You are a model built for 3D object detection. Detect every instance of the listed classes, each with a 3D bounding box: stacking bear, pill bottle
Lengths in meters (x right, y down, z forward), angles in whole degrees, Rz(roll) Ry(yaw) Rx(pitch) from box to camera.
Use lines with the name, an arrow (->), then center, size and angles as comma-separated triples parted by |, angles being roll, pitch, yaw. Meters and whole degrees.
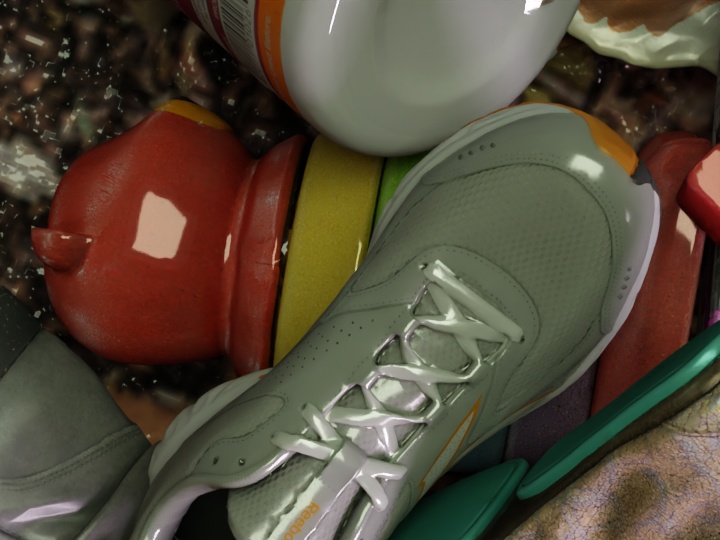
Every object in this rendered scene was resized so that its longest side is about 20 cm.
stacking bear -> 0.000, 0.000, 0.766 | 0.198, 0.121, 0.115 | 9, 95, 4
pill bottle -> -0.030, -0.128, 0.742 | 0.109, 0.110, 0.200 | -39, 53, -12

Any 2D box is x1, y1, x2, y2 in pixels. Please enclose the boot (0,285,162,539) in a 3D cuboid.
boot -> -0.125, 0.116, 0.750 | 0.132, 0.070, 0.200 | 42, 82, -4

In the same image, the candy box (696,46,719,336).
candy box -> 0.203, -0.027, 0.724 | 0.198, 0.061, 0.137 | 6, 85, 4

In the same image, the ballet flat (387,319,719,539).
ballet flat -> 0.056, 0.080, 0.667 | 0.067, 0.200, 0.068 | 51, 49, -3

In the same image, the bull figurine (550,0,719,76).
bull figurine -> 0.074, -0.120, 0.808 | 0.121, 0.065, 0.201 | -21, 70, -16

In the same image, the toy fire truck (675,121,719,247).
toy fire truck -> 0.164, -0.009, 0.670 | 0.141, 0.049, 0.200 | 45, 88, 5

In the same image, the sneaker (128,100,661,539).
sneaker -> 0.005, 0.041, 0.673 | 0.076, 0.092, 0.200 | 40, 119, -6
